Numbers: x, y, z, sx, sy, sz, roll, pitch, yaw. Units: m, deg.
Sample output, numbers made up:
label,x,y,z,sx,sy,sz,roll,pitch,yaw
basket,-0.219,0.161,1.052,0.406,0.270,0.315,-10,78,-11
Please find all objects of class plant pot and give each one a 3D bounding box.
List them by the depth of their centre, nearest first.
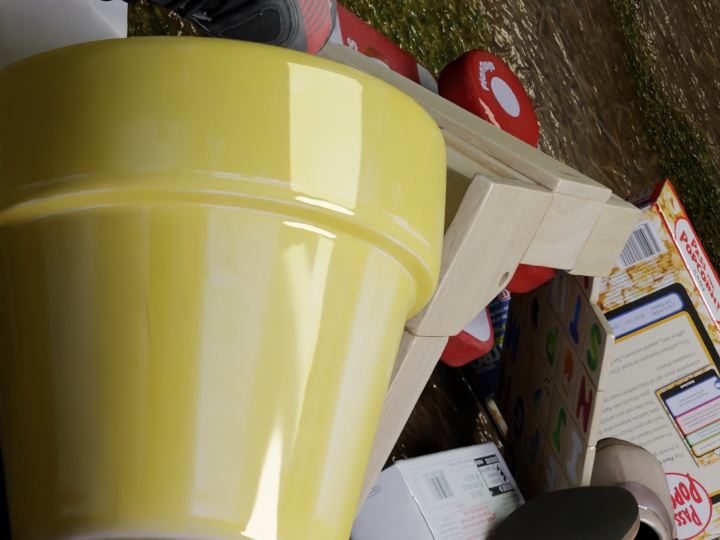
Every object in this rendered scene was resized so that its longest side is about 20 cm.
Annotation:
label,x,y,z,sx,sy,sz,roll,pitch,yaw
plant pot,-0.068,0.031,1.131,0.201,0.200,0.190,32,56,-55

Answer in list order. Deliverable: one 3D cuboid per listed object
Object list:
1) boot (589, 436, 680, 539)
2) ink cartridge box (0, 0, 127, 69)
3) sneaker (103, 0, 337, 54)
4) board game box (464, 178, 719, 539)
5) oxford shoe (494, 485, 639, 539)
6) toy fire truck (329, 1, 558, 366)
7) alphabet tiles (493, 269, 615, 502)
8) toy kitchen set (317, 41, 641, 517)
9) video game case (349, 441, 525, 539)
label,x,y,z,sx,sy,sz,roll,pitch,yaw
boot,0.149,0.187,1.537,0.146,0.070,0.201,-92,170,-73
ink cartridge box,-0.185,-0.188,1.201,0.200,0.084,0.147,45,30,-42
sneaker,-0.078,-0.140,1.195,0.200,0.071,0.098,46,31,-40
board game box,0.153,0.069,1.631,0.201,0.151,0.046,62,22,-11
oxford shoe,0.103,0.164,1.377,0.200,0.071,0.072,-68,149,-67
toy fire truck,0.010,-0.052,1.488,0.168,0.112,0.201,31,39,-42
alphabet tiles,0.103,0.054,1.526,0.167,0.006,0.201,-114,-153,-59
toy kitchen set,0.000,0.000,1.362,0.163,0.181,0.200,31,11,23
video game case,0.067,0.180,1.411,0.182,0.045,0.200,62,14,8
